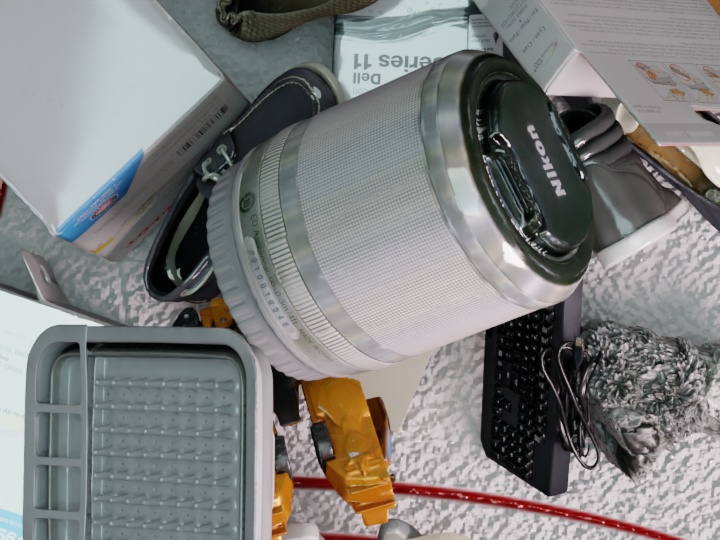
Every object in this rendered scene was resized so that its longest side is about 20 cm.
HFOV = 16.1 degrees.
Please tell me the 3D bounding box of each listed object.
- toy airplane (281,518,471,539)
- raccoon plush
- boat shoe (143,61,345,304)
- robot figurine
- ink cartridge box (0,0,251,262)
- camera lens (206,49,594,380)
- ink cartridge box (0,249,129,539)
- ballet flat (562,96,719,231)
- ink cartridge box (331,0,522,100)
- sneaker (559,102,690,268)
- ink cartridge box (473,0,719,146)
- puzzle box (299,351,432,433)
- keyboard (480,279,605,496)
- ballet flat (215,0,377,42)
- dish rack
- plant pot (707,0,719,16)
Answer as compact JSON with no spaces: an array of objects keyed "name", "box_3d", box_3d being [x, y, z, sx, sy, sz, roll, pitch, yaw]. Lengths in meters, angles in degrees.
[{"name":"toy airplane","box_3d":[-0.050,0.212,1.676,0.200,0.141,0.199,23,121,-12]},{"name":"raccoon plush","box_3d":[0.199,0.044,1.707,0.134,0.097,0.200,-32,88,-8]},{"name":"boat shoe","box_3d":[-0.077,-0.051,1.646,0.073,0.063,0.200,47,124,15]},{"name":"robot figurine","box_3d":[-0.049,0.084,1.625,0.145,0.058,0.200,-14,45,-4]},{"name":"ink cartridge box","box_3d":[-0.172,-0.111,1.651,0.147,0.200,0.145,-43,83,0]},{"name":"camera lens","box_3d":[0.028,-0.031,1.532,0.200,0.160,0.160,-22,88,29]},{"name":"ink cartridge box","box_3d":[-0.226,0.090,1.685,0.125,0.129,0.200,19,89,0]},{"name":"ballet flat","box_3d":[0.210,-0.098,1.718,0.200,0.073,0.073,42,89,2]},{"name":"ink cartridge box","box_3d":[0.055,-0.173,1.713,0.146,0.083,0.201,2,89,1]},{"name":"sneaker","box_3d":[0.160,-0.062,1.650,0.071,0.200,0.099,-29,91,9]},{"name":"ink cartridge box","box_3d":[0.187,-0.128,1.634,0.045,0.200,0.176,-52,59,31]},{"name":"puzzle box","box_3d":[0.000,0.000,1.694,0.133,0.025,0.200,23,117,1]},{"name":"keyboard","box_3d":[0.111,0.059,1.662,0.104,0.040,0.200,26,129,38]},{"name":"ballet flat","box_3d":[-0.036,-0.195,1.666,0.046,0.200,0.068,3,77,-36]},{"name":"dish rack","box_3d":[-0.125,0.120,1.558,0.200,0.043,0.172,-1,87,41]},{"name":"plant pot","box_3d":[0.310,-0.231,1.671,0.140,0.200,0.200,-26,88,-17]}]
